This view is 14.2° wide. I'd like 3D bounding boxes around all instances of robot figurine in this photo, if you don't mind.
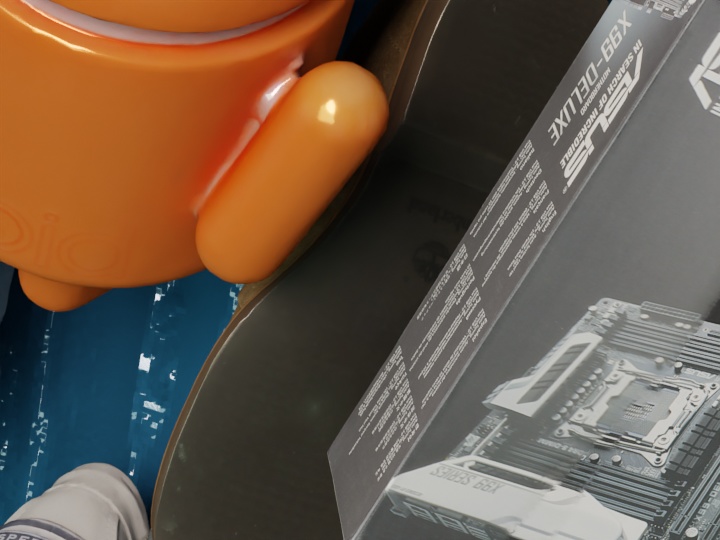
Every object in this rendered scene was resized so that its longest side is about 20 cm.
[{"bbox_3d":[-0.058,-0.074,0.742,0.117,0.144,0.200,5,142,-12],"label":"robot figurine"}]

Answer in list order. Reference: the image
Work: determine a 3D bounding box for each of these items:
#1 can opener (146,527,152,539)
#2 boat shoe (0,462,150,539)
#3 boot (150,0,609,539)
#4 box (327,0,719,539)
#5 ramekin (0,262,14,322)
[{"bbox_3d":[0.023,0.045,0.822,0.200,0.067,0.053,-38,49,27],"label":"can opener"},{"bbox_3d":[-0.092,0.147,0.905,0.072,0.066,0.200,14,127,20],"label":"boat shoe"},{"bbox_3d":[0.000,0.000,0.804,0.074,0.075,0.200,28,91,-24],"label":"boot"},{"bbox_3d":[0.108,0.012,0.742,0.158,0.050,0.200,23,115,-20],"label":"box"},{"bbox_3d":[-0.201,-0.012,0.877,0.200,0.098,0.201,0,90,6],"label":"ramekin"}]
